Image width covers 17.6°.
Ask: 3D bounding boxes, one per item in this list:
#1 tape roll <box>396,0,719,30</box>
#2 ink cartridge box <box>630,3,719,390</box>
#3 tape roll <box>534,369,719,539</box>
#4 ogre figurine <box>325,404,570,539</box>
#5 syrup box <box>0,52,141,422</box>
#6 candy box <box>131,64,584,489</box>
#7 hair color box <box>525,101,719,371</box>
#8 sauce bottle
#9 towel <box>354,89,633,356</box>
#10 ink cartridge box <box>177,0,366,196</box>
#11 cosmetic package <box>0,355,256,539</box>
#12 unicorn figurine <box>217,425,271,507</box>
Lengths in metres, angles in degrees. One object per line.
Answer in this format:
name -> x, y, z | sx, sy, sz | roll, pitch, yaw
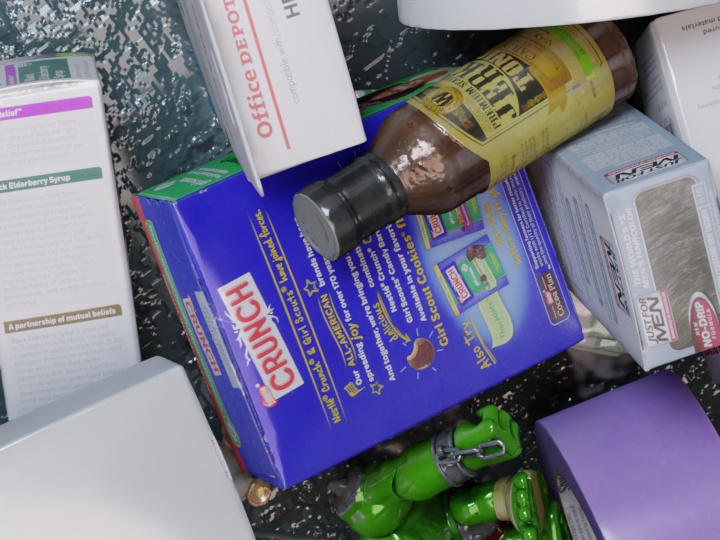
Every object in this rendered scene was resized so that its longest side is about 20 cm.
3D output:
tape roll -> 0.116, -0.177, 1.227 | 0.202, 0.202, 0.071 | -8, 102, -8
ink cartridge box -> 0.215, -0.042, 1.279 | 0.084, 0.146, 0.201 | -16, 87, -1
tape roll -> 0.177, 0.165, 1.345 | 0.085, 0.200, 0.201 | -22, 109, -3
ogre figurine -> 0.058, 0.157, 1.367 | 0.119, 0.200, 0.099 | -11, 67, 15
syrup box -> -0.171, -0.014, 1.290 | 0.081, 0.079, 0.201 | -8, 108, -8
candy box -> 0.000, 0.000, 1.273 | 0.199, 0.077, 0.170 | -24, 101, -21
hair color box -> 0.142, -0.028, 1.258 | 0.060, 0.200, 0.099 | -18, 108, -5
sauce bottle -> 0.055, -0.071, 1.217 | 0.200, 0.065, 0.065 | -34, 111, -23
towel -> 0.081, -0.029, 1.362 | 0.199, 0.023, 0.153 | 5, 105, -12
ink cartridge box -> -0.051, -0.122, 1.215 | 0.068, 0.200, 0.116 | -19, 109, -4
cosmetic package -> -0.167, 0.134, 1.214 | 0.199, 0.081, 0.113 | -22, 98, -15
unicorn figurine -> -0.115, 0.160, 1.340 | 0.200, 0.137, 0.074 | -43, 101, -11
